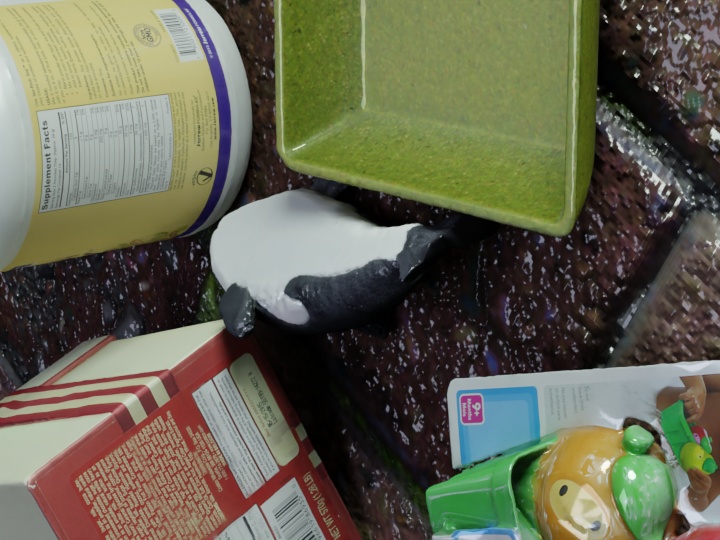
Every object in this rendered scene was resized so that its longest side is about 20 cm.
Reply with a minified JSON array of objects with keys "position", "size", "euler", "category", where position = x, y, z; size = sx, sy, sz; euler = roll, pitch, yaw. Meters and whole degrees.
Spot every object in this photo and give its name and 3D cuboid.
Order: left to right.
[{"position":[-0.174,-0.076,0.912],"size":[0.145,0.199,0.147],"euler":[18,113,47],"category":"supplement tub"},{"position":[-0.121,0.139,0.929],"size":[0.186,0.200,0.186],"euler":[-12,105,47],"category":"gift box"},{"position":[0.000,0.000,0.852],"size":[0.199,0.071,0.106],"euler":[-15,44,47],"category":"orca plush"},{"position":[0.039,-0.132,0.759],"size":[0.199,0.048,0.201],"euler":[17,113,47],"category":"plant saucer"},{"position":[0.120,0.132,0.699],"size":[0.199,0.093,0.187],"euler":[-6,95,48],"category":"fruit basket"}]
